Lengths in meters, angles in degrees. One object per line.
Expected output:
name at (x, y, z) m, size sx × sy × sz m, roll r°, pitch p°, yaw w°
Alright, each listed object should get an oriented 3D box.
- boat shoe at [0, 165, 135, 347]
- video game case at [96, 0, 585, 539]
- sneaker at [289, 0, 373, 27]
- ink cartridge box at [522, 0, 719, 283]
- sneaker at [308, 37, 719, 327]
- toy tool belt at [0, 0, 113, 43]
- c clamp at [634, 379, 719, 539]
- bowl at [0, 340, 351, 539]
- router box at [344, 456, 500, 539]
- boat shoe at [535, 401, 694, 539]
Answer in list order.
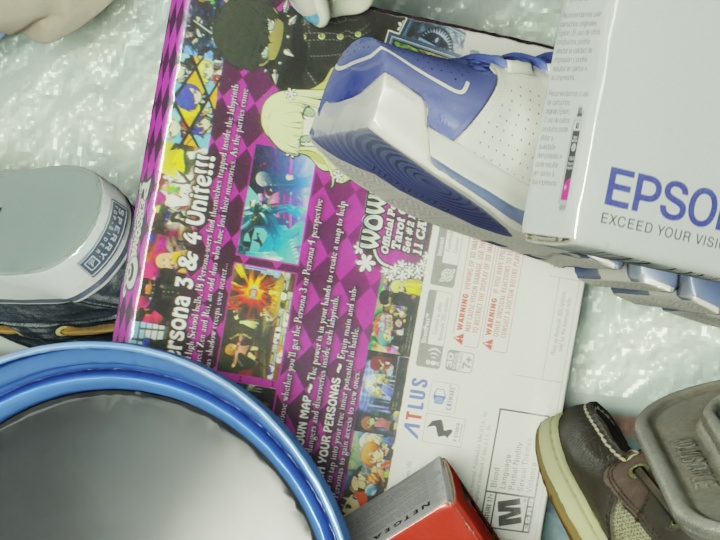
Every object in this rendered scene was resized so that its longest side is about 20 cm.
boat shoe at (-0.152, 0.001, 0.901) m, size 0.200 × 0.091 × 0.071 m, roll 8°, pitch 63°, yaw 41°
video game case at (0.000, 0.000, 0.831) m, size 0.180 × 0.036 × 0.201 m, roll 9°, pitch 90°, yaw -18°
sneaker at (0.042, -0.145, 0.737) m, size 0.199 × 0.076 × 0.081 m, roll -15°, pitch 101°, yaw 43°
ink cartridge box at (0.164, -0.090, 0.773) m, size 0.195 × 0.043 × 0.201 m, roll 10°, pitch 91°, yaw -28°
sneaker at (0.083, -0.060, 0.801) m, size 0.199 × 0.080 × 0.116 m, roll 22°, pitch 82°, yaw -26°
toy tool belt at (-0.199, -0.140, 0.883) m, size 0.199 × 0.123 × 0.125 m, roll -29°, pitch 49°, yaw 17°
c clamp at (0.179, 0.052, 0.731) m, size 0.170 × 0.200 × 0.027 m, roll -4°, pitch 103°, yaw 6°
bowl at (-0.094, 0.126, 0.762) m, size 0.199 × 0.039 × 0.202 m, roll -1°, pitch 84°, yaw 12°
router box at (-0.002, 0.198, 0.817) m, size 0.199 × 0.049 × 0.180 m, roll -33°, pitch 104°, yaw 6°
boat shoe at (0.116, 0.102, 0.755) m, size 0.065 × 0.200 × 0.073 m, roll -36°, pitch 120°, yaw 7°
